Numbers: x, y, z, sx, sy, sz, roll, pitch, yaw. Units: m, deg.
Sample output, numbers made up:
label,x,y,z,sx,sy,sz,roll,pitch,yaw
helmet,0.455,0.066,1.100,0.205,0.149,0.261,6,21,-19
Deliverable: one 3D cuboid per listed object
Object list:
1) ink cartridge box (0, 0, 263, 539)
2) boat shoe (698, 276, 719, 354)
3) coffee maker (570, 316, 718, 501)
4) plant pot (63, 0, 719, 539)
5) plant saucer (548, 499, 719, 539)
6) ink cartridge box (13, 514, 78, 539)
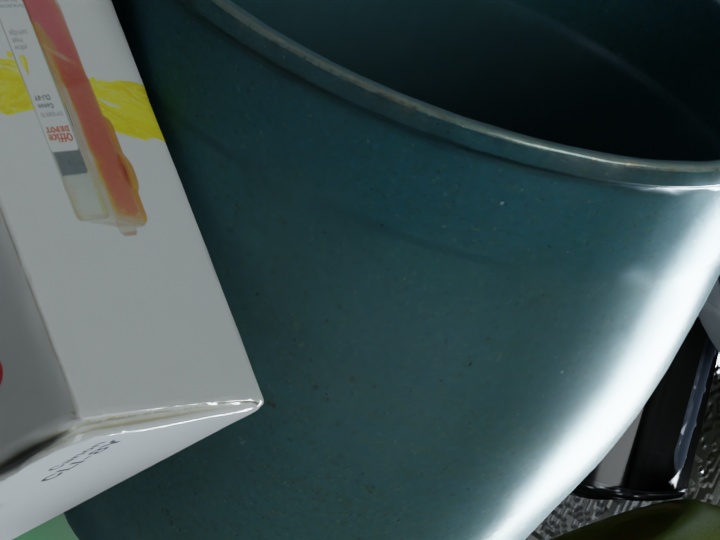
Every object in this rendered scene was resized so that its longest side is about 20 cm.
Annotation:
label,x,y,z,sx,sy,sz,roll,pitch,yaw
ink cartridge box,-0.131,-0.024,0.739,0.083,0.145,0.201,-3,68,-57
boat shoe,0.151,-0.035,0.966,0.073,0.068,0.200,-29,121,-31
coffee maker,0.074,-0.027,1.038,0.192,0.134,0.201,14,93,-43
plant pot,0.000,0.000,0.823,0.199,0.200,0.189,-5,126,-43
plant saucer,0.056,0.127,1.038,0.200,0.200,0.031,-26,91,-37
ink cartridge box,-0.076,0.118,0.935,0.200,0.050,0.162,26,81,-40
